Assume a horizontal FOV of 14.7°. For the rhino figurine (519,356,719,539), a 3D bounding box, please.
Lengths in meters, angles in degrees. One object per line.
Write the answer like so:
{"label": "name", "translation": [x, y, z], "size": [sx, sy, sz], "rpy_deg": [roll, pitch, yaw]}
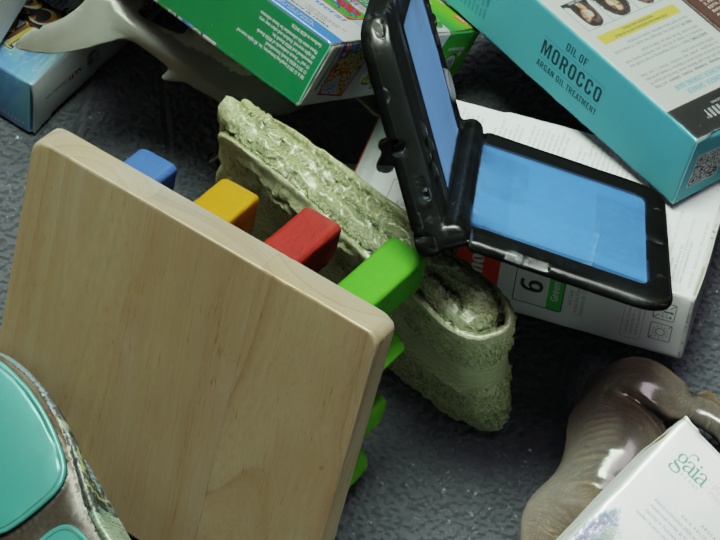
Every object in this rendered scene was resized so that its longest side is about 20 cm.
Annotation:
{"label": "rhino figurine", "translation": [0.128, 0.128, 1.424], "size": [0.087, 0.060, 0.201], "rpy_deg": [24, 60, 7]}

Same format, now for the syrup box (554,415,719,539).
{"label": "syrup box", "translation": [0.109, 0.170, 1.333], "size": [0.079, 0.081, 0.200], "rpy_deg": [45, 73, 4]}

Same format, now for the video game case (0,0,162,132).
{"label": "video game case", "translation": [-0.215, -0.194, 1.655], "size": [0.199, 0.046, 0.181], "rpy_deg": [31, 56, 17]}

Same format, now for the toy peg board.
{"label": "toy peg board", "translation": [-0.070, 0.039, 1.397], "size": [0.199, 0.201, 0.098], "rpy_deg": [30, 39, 18]}

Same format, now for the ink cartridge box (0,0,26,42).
{"label": "ink cartridge box", "translation": [-0.306, -0.153, 1.554], "size": [0.199, 0.083, 0.146], "rpy_deg": [28, 82, 16]}

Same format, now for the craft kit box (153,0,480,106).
{"label": "craft kit box", "translation": [-0.056, -0.168, 1.541], "size": [0.200, 0.049, 0.197], "rpy_deg": [38, 24, 17]}

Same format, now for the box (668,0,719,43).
{"label": "box", "translation": [0.213, -0.124, 1.609], "size": [0.075, 0.100, 0.200], "rpy_deg": [-32, 62, -29]}

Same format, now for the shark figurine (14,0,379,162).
{"label": "shark figurine", "translation": [-0.079, -0.103, 1.560], "size": [0.214, 0.090, 0.128], "rpy_deg": [2, 40, -51]}

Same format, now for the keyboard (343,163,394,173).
{"label": "keyboard", "translation": [0.043, -0.037, 1.578], "size": [0.199, 0.011, 0.057], "rpy_deg": [3, 51, -4]}

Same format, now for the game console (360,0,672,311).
{"label": "game console", "translation": [0.081, -0.077, 1.412], "size": [0.116, 0.177, 0.200], "rpy_deg": [-13, 16, 8]}

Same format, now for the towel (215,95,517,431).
{"label": "towel", "translation": [0.000, 0.000, 1.459], "size": [0.200, 0.149, 0.037], "rpy_deg": [37, 71, 18]}

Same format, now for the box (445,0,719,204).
{"label": "box", "translation": [0.139, -0.128, 1.560], "size": [0.082, 0.049, 0.200], "rpy_deg": [-25, 57, -35]}

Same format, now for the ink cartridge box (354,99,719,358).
{"label": "ink cartridge box", "translation": [0.096, -0.029, 1.537], "size": [0.199, 0.051, 0.109], "rpy_deg": [15, 45, 9]}

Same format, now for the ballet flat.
{"label": "ballet flat", "translation": [-0.151, 0.130, 1.387], "size": [0.074, 0.074, 0.201], "rpy_deg": [-20, 64, -21]}
